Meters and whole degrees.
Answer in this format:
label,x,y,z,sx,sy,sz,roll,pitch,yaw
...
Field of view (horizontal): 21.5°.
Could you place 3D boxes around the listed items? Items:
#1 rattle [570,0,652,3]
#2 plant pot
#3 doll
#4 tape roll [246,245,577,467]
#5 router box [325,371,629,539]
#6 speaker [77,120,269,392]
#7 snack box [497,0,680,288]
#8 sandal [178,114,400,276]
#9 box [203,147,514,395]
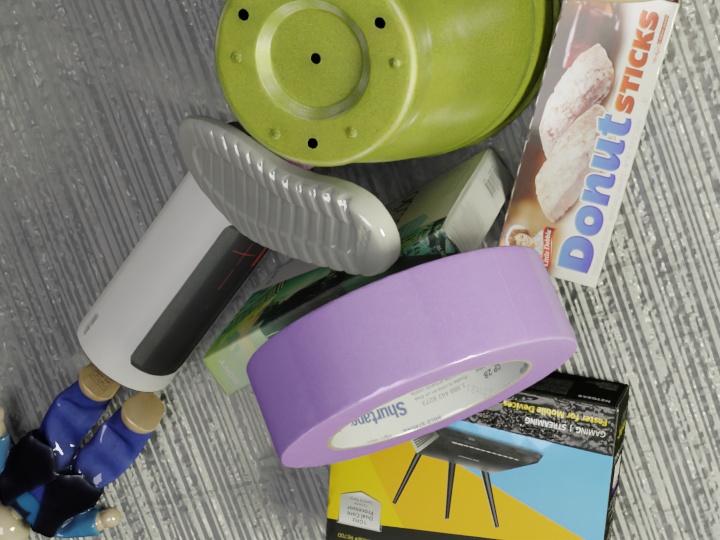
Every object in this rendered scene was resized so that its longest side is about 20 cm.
label,x,y,z,sx,sy,sz,roll,pitch,yaw
rattle,0.191,-0.231,1.061,0.200,0.143,0.130,-14,135,9
plant pot,0.005,-0.148,1.186,0.200,0.193,0.201,6,109,19
doll,-0.235,0.148,1.454,0.136,0.048,0.200,39,123,-4
tape roll,0.032,0.056,1.190,0.200,0.200,0.066,-29,73,26
router box,0.080,0.137,1.325,0.200,0.051,0.149,9,110,17
speaker,-0.118,-0.010,1.342,0.081,0.081,0.200,41,116,5
snack box,0.147,-0.091,1.238,0.072,0.024,0.200,15,112,4
sandal,-0.040,-0.050,1.214,0.203,0.050,0.083,30,140,39
box,0.000,0.000,1.261,0.200,0.144,0.036,-30,102,26
